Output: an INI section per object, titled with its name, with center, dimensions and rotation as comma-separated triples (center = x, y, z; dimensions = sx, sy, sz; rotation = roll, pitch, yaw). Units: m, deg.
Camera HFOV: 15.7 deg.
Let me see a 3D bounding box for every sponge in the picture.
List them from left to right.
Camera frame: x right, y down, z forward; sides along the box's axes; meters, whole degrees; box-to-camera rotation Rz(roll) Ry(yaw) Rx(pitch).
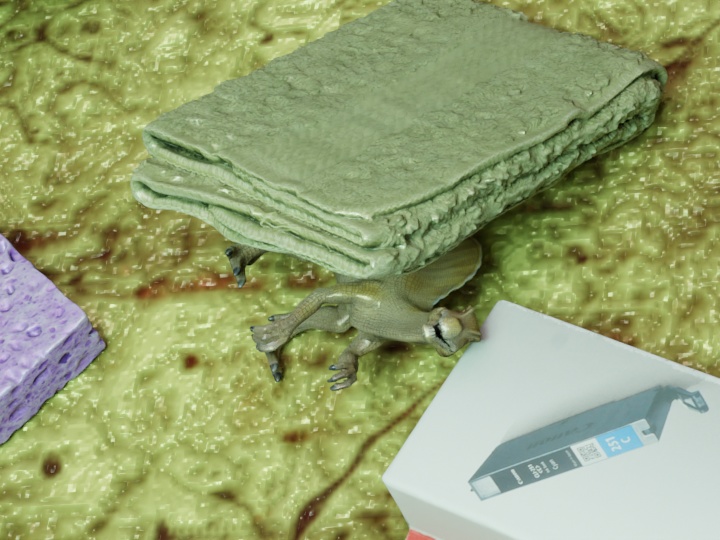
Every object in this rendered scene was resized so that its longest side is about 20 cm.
[sponge]
center = -0.212, 0.011, 1.169
dimensions = 0.112, 0.030, 0.200
rotation = -42, 53, -10

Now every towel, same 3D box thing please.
[towel]
center = 0.017, -0.058, 1.079
dimensions = 0.148, 0.037, 0.200
rotation = 24, 42, 36

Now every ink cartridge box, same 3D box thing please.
[ink cartridge box]
center = 0.094, 0.118, 0.966
dimensions = 0.200, 0.045, 0.176
rotation = 20, 65, 31

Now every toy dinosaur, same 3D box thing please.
[toy dinosaur]
center = 0.000, 0.000, 1.087
dimensions = 0.101, 0.058, 0.200
rotation = -20, 32, 0
